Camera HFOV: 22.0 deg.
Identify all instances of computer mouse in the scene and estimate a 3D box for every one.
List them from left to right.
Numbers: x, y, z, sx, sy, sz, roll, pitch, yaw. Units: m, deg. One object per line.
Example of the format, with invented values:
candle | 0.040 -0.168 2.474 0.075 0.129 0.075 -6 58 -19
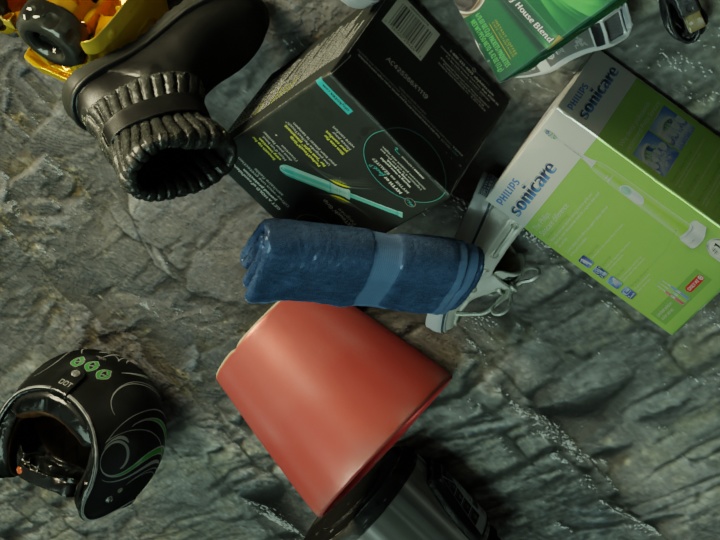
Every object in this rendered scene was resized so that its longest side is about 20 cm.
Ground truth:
computer mouse | 0.174 -0.208 1.447 0.200 0.044 0.110 -13 123 42

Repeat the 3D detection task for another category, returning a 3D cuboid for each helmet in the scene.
helmet | -0.320 0.191 2.169 0.199 0.191 0.201 4 100 24

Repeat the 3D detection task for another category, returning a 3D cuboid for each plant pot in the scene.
plant pot | -0.036 0.118 1.870 0.177 0.200 0.201 43 145 7

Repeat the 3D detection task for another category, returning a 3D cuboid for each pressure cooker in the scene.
pressure cooker | 0.058 0.311 2.007 0.200 0.176 0.179 45 147 -6

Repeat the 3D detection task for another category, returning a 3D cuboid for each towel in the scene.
towel | 0.000 0.000 1.607 0.199 0.049 0.112 7 158 -13

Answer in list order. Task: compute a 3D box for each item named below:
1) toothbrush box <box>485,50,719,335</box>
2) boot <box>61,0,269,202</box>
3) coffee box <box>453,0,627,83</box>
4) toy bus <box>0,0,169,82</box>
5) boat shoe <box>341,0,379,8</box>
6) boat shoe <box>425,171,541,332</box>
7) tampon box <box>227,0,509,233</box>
toothbrush box | 0.227 -0.062 1.527 0.200 0.086 0.146 35 144 1
boot | -0.140 -0.150 1.591 0.158 0.211 0.080 42 162 46
coffee box | 0.148 -0.240 1.377 0.200 0.044 0.123 -32 85 45
toy bus | -0.267 -0.236 1.719 0.200 0.136 0.192 21 158 23
boat shoe | -0.039 -0.302 1.500 0.200 0.074 0.065 41 135 -19
boat shoe | 0.122 -0.003 1.702 0.086 0.075 0.202 23 135 3
tampon box | -0.002 -0.122 1.611 0.150 0.126 0.200 44 144 -14
